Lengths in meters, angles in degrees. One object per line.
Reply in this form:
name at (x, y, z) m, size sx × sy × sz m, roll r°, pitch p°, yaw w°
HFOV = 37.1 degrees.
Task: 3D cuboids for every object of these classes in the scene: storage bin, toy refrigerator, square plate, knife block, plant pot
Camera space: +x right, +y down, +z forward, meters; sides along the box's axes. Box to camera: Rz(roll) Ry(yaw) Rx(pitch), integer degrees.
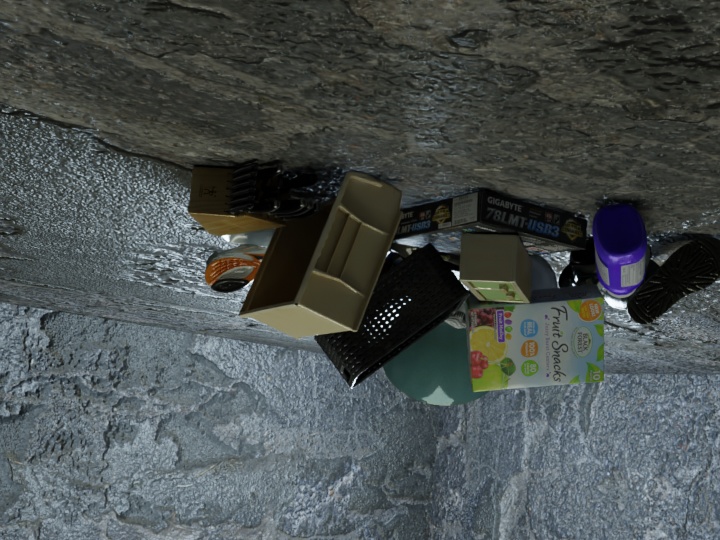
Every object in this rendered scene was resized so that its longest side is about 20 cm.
storage bin at (0.042, 0.064, 1.505) m, size 0.200 × 0.094 × 0.135 m, roll -36°, pitch 171°, yaw -12°
toy refrigerator at (0.189, 0.003, 1.477) m, size 0.076 × 0.070 × 0.200 m, roll 2°, pitch 171°, yaw 14°
square plate at (-0.126, -0.065, 1.654) m, size 0.199 × 0.029 × 0.198 m, roll 4°, pitch 171°, yaw 5°
storage bin at (-0.050, -0.018, 1.400) m, size 0.094 × 0.199 × 0.200 m, roll 27°, pitch 163°, yaw -20°
knife block at (-0.129, -0.088, 1.400) m, size 0.175 × 0.064 × 0.200 m, roll 5°, pitch 171°, yaw 5°
plant pot at (0.140, 0.106, 1.781) m, size 0.199 × 0.200 × 0.135 m, roll 5°, pitch 128°, yaw 1°

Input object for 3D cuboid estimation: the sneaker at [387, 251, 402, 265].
sneaker at (0.079, -0.010, 1.789) m, size 0.078 × 0.076 × 0.200 m, roll 17°, pitch 163°, yaw -2°

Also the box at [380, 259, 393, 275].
box at (0.000, 0.000, 1.657) m, size 0.100 × 0.075 × 0.200 m, roll 41°, pitch 180°, yaw 11°

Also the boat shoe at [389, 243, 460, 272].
boat shoe at (0.104, -0.030, 1.635) m, size 0.201 × 0.061 × 0.072 m, roll 8°, pitch 170°, yaw -15°

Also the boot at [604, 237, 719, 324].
boot at (0.453, 0.008, 1.604) m, size 0.182 × 0.073 × 0.200 m, roll -35°, pitch 177°, yaw 10°

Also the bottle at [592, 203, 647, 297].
bottle at (0.347, -0.017, 1.432) m, size 0.065 × 0.084 × 0.200 m, roll -11°, pitch 156°, yaw 10°

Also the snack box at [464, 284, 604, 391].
snack box at (0.261, 0.102, 1.608) m, size 0.199 × 0.143 × 0.053 m, roll -5°, pitch -156°, yaw 2°

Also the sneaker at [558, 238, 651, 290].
sneaker at (0.342, -0.016, 1.612) m, size 0.087 × 0.076 × 0.200 m, roll 18°, pitch 160°, yaw -18°

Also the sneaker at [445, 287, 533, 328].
sneaker at (0.197, 0.046, 1.663) m, size 0.200 × 0.115 × 0.075 m, roll 32°, pitch -166°, yaw -3°

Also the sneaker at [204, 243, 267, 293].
sneaker at (-0.152, -0.017, 1.716) m, size 0.199 × 0.076 × 0.092 m, roll -2°, pitch -159°, yaw -13°

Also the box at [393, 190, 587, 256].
box at (0.173, -0.056, 1.482) m, size 0.200 × 0.050 × 0.198 m, roll 11°, pitch 170°, yaw -33°

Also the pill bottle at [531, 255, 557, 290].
pill bottle at (0.259, 0.038, 1.802) m, size 0.115 × 0.116 × 0.200 m, roll 5°, pitch 171°, yaw 2°
